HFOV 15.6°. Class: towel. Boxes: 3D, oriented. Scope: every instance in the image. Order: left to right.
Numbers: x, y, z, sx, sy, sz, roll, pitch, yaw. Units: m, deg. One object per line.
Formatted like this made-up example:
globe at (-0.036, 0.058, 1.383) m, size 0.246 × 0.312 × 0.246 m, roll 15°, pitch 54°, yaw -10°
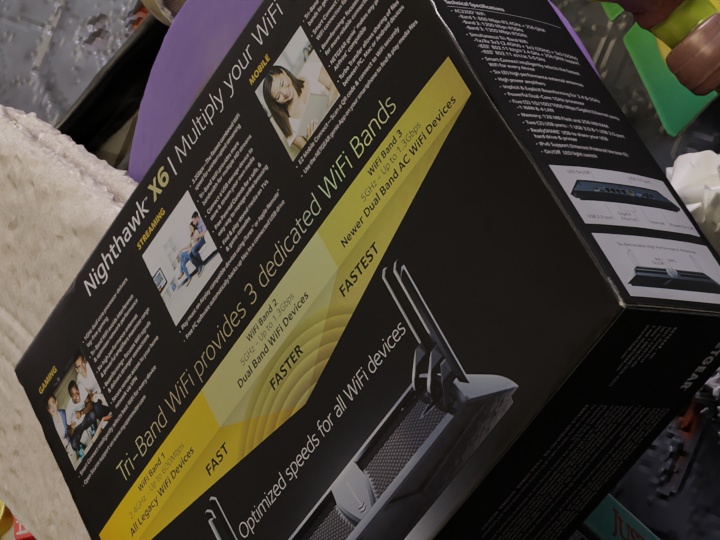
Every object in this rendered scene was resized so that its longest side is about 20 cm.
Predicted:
towel at (-0.093, 0.030, 0.902) m, size 0.200 × 0.034 × 0.133 m, roll 34°, pitch 119°, yaw 54°

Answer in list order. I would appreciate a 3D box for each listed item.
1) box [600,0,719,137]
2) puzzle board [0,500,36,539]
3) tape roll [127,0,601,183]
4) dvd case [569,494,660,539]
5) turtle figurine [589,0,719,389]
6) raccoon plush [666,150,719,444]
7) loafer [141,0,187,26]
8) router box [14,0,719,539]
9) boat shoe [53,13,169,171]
box at (0.164, -0.135, 0.857) m, size 0.200 × 0.048 × 0.118 m, roll -34°, pitch 59°, yaw 20°
puzzle board at (-0.103, 0.086, 0.997) m, size 0.200 × 0.017 × 0.151 m, roll -18°, pitch 66°, yaw 30°
tape roll at (0.000, 0.000, 0.853) m, size 0.200 × 0.085 × 0.201 m, roll 7°, pitch 98°, yaw 62°
dvd case at (0.018, 0.124, 0.818) m, size 0.200 × 0.146 × 0.022 m, roll -21°, pitch 48°, yaw 29°
turtle figurine at (0.152, -0.047, 0.800) m, size 0.200 × 0.064 × 0.161 m, roll -23°, pitch 107°, yaw 42°
raccoon plush at (0.122, 0.068, 0.725) m, size 0.097 × 0.200 × 0.134 m, roll -18°, pitch 58°, yaw 41°
loafer at (0.003, -0.137, 0.900) m, size 0.200 × 0.076 × 0.068 m, roll -31°, pitch 30°, yaw 19°
router box at (-0.004, 0.021, 0.710) m, size 0.200 × 0.052 × 0.157 m, roll -52°, pitch 50°, yaw 31°
boat shoe at (-0.110, -0.028, 1.003) m, size 0.200 × 0.057 × 0.069 m, roll -45°, pitch 42°, yaw 11°
